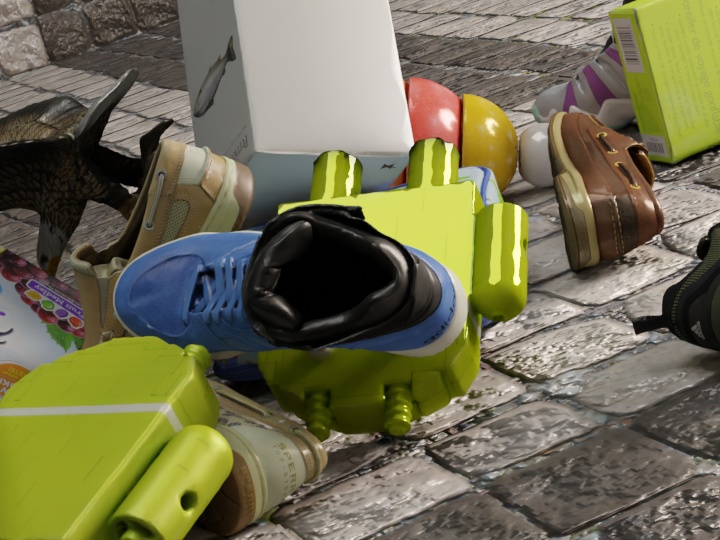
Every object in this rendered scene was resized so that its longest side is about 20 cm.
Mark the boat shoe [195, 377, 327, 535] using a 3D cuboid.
[{"bbox_3d":[-0.096,0.090,0.987,0.063,0.073,0.200,-19,25,-31],"label":"boat shoe"}]

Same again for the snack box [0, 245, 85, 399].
[{"bbox_3d":[-0.279,0.024,1.164,0.053,0.200,0.142,-58,3,32],"label":"snack box"}]

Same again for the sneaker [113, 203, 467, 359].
[{"bbox_3d":[-0.053,0.006,0.945,0.199,0.077,0.111,5,-12,20],"label":"sneaker"}]

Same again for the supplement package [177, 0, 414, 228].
[{"bbox_3d":[-0.049,-0.141,1.245,0.117,0.201,0.117,1,-25,-23],"label":"supplement package"}]

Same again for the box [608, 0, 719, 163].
[{"bbox_3d":[0.295,-0.171,1.365,0.200,0.122,0.048,-21,14,-16],"label":"box"}]

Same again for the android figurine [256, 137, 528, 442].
[{"bbox_3d":[0.007,0.011,1.028,0.182,0.041,0.200,-5,51,17],"label":"android figurine"}]

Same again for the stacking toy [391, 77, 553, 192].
[{"bbox_3d":[0.069,-0.091,1.376,0.199,0.147,0.146,1,17,4],"label":"stacking toy"}]

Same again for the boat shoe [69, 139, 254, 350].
[{"bbox_3d":[-0.143,0.008,1.099,0.076,0.200,0.072,24,14,-24],"label":"boat shoe"}]

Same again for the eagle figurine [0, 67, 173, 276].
[{"bbox_3d":[-0.236,-0.063,1.300,0.199,0.151,0.152,7,-24,9],"label":"eagle figurine"}]

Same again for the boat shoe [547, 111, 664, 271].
[{"bbox_3d":[0.165,-0.058,1.222,0.067,0.072,0.200,-10,22,6],"label":"boat shoe"}]

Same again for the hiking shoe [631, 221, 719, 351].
[{"bbox_3d":[0.234,-0.018,0.983,0.200,0.076,0.101,-29,23,-35],"label":"hiking shoe"}]

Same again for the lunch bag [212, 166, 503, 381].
[{"bbox_3d":[0.000,0.000,1.159,0.199,0.083,0.161,-14,17,10],"label":"lunch bag"}]

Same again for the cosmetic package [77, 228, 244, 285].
[{"bbox_3d":[-0.109,-0.005,1.309,0.105,0.071,0.200,-11,16,24],"label":"cosmetic package"}]

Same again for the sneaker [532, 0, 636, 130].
[{"bbox_3d":[0.216,-0.188,1.471,0.200,0.140,0.078,-4,20,37],"label":"sneaker"}]

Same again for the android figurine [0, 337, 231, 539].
[{"bbox_3d":[-0.144,0.099,0.876,0.182,0.041,0.200,-6,32,34],"label":"android figurine"}]
